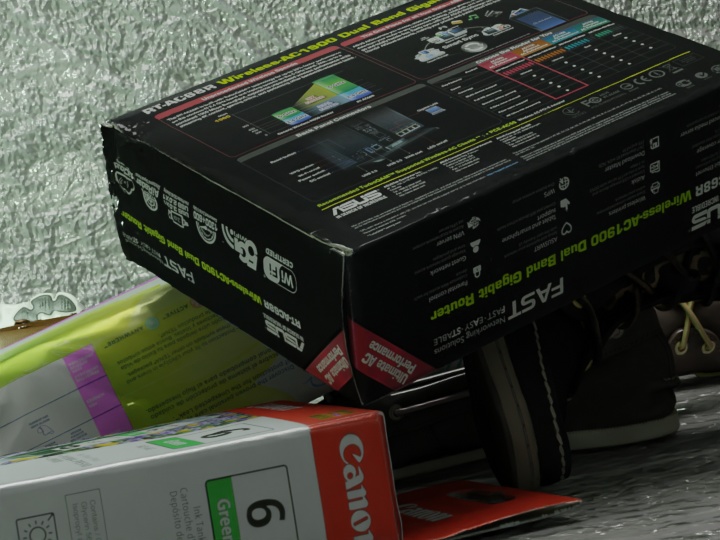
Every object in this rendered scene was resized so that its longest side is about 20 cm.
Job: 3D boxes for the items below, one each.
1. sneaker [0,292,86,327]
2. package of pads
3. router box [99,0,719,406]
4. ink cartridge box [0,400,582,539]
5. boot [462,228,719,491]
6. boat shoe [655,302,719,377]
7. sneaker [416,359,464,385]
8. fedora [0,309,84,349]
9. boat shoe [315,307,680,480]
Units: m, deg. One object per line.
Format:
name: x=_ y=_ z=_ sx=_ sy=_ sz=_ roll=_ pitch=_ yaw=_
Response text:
sneaker: x=-0.399 y=0.073 z=2.554 sx=0.199 sy=0.081 sz=0.083 roll=-2 pitch=-14 yaw=9
package of pads: x=-0.101 y=0.049 z=0.912 sx=0.199 sy=0.068 sz=0.154 roll=-26 pitch=5 yaw=-13
router box: x=0.028 y=-0.039 z=0.829 sx=0.200 sy=0.062 sz=0.150 roll=-24 pitch=35 yaw=-30
ink cartridge box: x=-0.038 y=0.074 z=0.763 sx=0.199 sy=0.051 sz=0.109 roll=-10 pitch=2 yaw=-20
boot: x=0.112 y=0.004 z=0.879 sx=0.150 sy=0.073 sz=0.200 roll=-6 pitch=32 yaw=3
boat shoe: x=0.166 y=0.021 z=1.131 sx=0.199 sy=0.072 sz=0.059 roll=-3 pitch=-5 yaw=-34
sneaker: x=0.093 y=-0.012 z=0.997 sx=0.200 sy=0.080 sz=0.077 roll=-48 pitch=30 yaw=-15
fedora: x=-0.104 y=0.057 z=1.121 sx=0.200 sy=0.082 sz=0.201 roll=-9 pitch=2 yaw=0
boat shoe: x=0.033 y=0.054 z=0.934 sx=0.199 sy=0.057 sz=0.067 roll=-9 pitch=2 yaw=-5
